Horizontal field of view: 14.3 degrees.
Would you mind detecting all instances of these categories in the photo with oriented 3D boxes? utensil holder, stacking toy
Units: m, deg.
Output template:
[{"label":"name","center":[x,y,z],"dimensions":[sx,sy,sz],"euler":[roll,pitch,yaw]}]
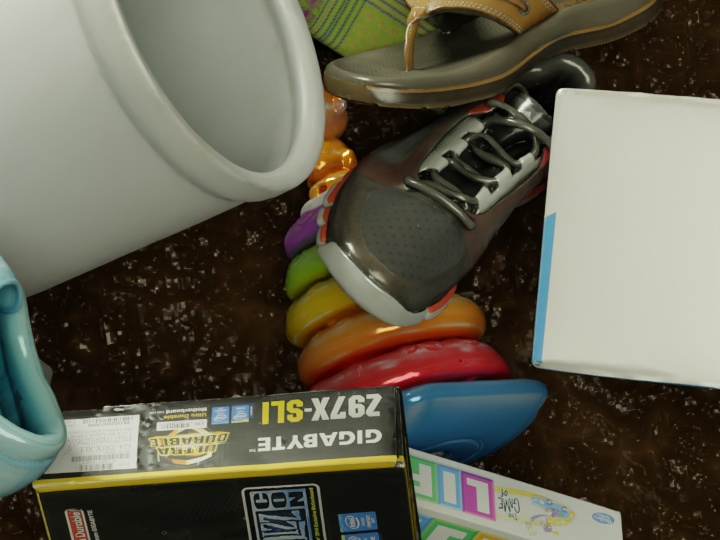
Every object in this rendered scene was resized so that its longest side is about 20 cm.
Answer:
[{"label":"utensil holder","center":[-0.143,-0.079,1.288],"dimensions":[0.199,0.170,0.171],"euler":[-23,92,27]},{"label":"stacking toy","center":[0.000,0.000,1.378],"dimensions":[0.109,0.116,0.201],"euler":[0,66,-47]}]

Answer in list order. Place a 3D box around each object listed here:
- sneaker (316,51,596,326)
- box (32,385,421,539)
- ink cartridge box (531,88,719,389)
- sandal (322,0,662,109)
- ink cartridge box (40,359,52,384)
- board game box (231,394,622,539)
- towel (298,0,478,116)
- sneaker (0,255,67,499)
[{"label":"sneaker","center":[0.049,-0.051,1.331],"dimensions":[0.077,0.082,0.200],"euler":[42,41,0]},{"label":"box","center":[-0.051,0.137,1.274],"dimensions":[0.159,0.201,0.050],"euler":[-5,46,2]},{"label":"ink cartridge box","center":[0.160,-0.009,1.346],"dimensions":[0.124,0.200,0.129],"euler":[5,89,12]},{"label":"sandal","center":[0.062,-0.121,1.353],"dimensions":[0.199,0.082,0.055],"euler":[-22,112,-30]},{"label":"ink cartridge box","center":[-0.263,0.052,1.287],"dimensions":[0.200,0.050,0.162],"euler":[-31,121,30]},{"label":"board game box","center":[0.004,0.136,1.335],"dimensions":[0.199,0.135,0.034],"euler":[18,44,-19]},{"label":"towel","center":[0.043,-0.188,1.389],"dimensions":[0.143,0.023,0.201],"euler":[29,86,-32]},{"label":"sneaker","center":[-0.176,-0.001,1.185],"dimensions":[0.082,0.074,0.201],"euler":[-26,93,36]}]
